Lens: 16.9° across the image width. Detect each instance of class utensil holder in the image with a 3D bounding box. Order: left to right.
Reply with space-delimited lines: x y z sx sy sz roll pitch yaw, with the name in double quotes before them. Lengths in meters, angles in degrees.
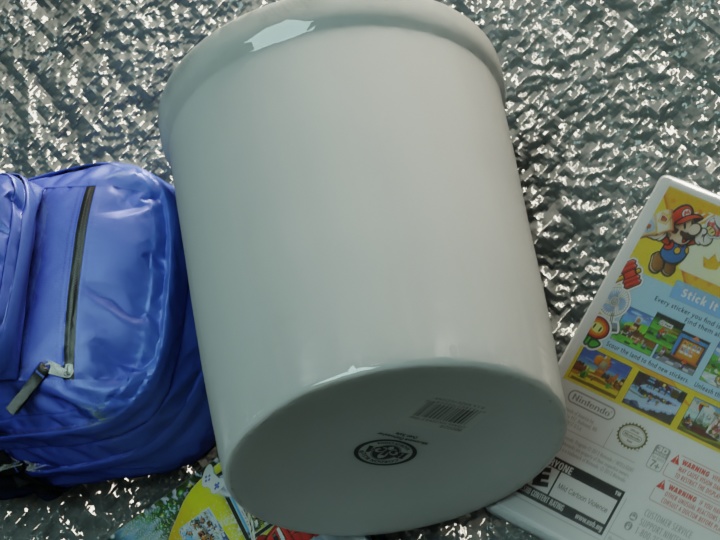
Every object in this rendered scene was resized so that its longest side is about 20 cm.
"utensil holder" 0.000 0.000 1.122 0.170 0.170 0.200 -22 56 19

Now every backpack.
"backpack" -0.164 0.030 1.214 0.199 0.168 0.163 -4 74 24

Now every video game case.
"video game case" 0.177 0.069 1.091 0.200 0.023 0.182 25 83 36

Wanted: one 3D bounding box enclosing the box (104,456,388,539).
"box" -0.037 0.181 1.151 0.136 0.038 0.200 -36 56 11
